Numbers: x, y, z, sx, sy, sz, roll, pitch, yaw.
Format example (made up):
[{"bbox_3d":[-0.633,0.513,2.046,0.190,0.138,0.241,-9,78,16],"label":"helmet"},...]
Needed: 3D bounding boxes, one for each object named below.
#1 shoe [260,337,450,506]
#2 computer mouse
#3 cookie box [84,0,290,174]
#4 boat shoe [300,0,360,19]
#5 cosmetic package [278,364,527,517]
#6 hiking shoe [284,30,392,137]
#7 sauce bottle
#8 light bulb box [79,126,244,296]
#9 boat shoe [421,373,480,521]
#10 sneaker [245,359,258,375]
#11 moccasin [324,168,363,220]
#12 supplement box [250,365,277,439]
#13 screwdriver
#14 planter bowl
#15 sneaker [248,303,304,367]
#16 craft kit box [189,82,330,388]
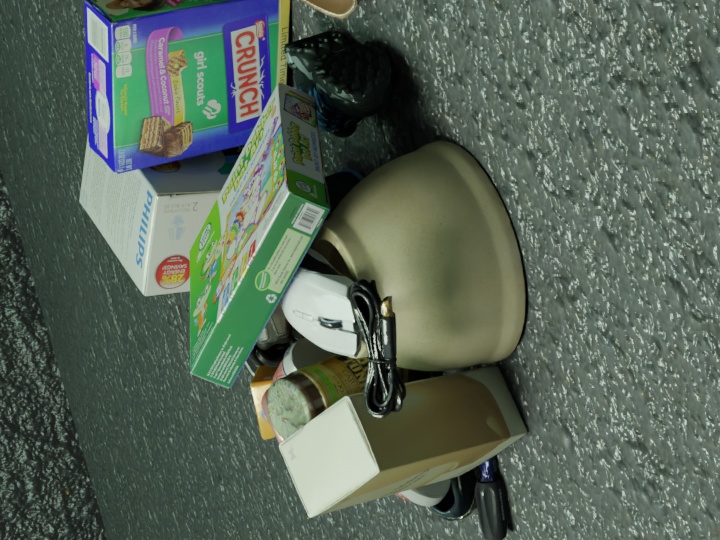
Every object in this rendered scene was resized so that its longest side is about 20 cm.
[{"bbox_3d":[-0.007,0.158,1.589,0.200,0.071,0.091,43,135,9],"label":"shoe"},{"bbox_3d":[-0.026,0.039,1.406,0.200,0.044,0.111,33,136,58],"label":"computer mouse"},{"bbox_3d":[-0.176,-0.206,1.732,0.075,0.199,0.172,43,140,45],"label":"cookie box"},{"bbox_3d":[-0.088,-0.289,1.507,0.199,0.074,0.076,36,133,-11],"label":"boat shoe"},{"bbox_3d":[0.039,0.146,1.466,0.105,0.199,0.072,-39,70,41],"label":"cosmetic package"},{"bbox_3d":[-0.010,-0.164,1.566,0.200,0.074,0.087,-130,22,-66],"label":"hiking shoe"},{"bbox_3d":[0.006,0.097,1.537,0.064,0.199,0.065,22,122,40],"label":"sauce bottle"},{"bbox_3d":[-0.176,-0.084,1.837,0.200,0.197,0.126,48,135,46],"label":"light bulb box"},{"bbox_3d":[0.049,0.151,1.628,0.201,0.075,0.062,64,-161,17],"label":"boat shoe"},{"bbox_3d":[-0.118,0.048,1.956,0.114,0.075,0.202,-105,4,-80],"label":"sneaker"},{"bbox_3d":[0.000,0.000,1.661,0.201,0.068,0.081,64,158,22],"label":"moccasin"},{"bbox_3d":[-0.066,0.112,1.806,0.200,0.066,0.069,-75,-26,-71],"label":"supplement box"},{"bbox_3d":[0.117,0.156,1.572,0.028,0.029,0.202,-158,61,-65],"label":"screwdriver"},{"bbox_3d":[0.035,0.001,1.472,0.200,0.134,0.201,50,149,45],"label":"planter bowl"},{"bbox_3d":[-0.093,0.058,1.752,0.201,0.070,0.099,88,166,-78],"label":"sneaker"},{"bbox_3d":[-0.093,-0.034,1.488,0.201,0.048,0.198,-60,18,26],"label":"craft kit box"}]
